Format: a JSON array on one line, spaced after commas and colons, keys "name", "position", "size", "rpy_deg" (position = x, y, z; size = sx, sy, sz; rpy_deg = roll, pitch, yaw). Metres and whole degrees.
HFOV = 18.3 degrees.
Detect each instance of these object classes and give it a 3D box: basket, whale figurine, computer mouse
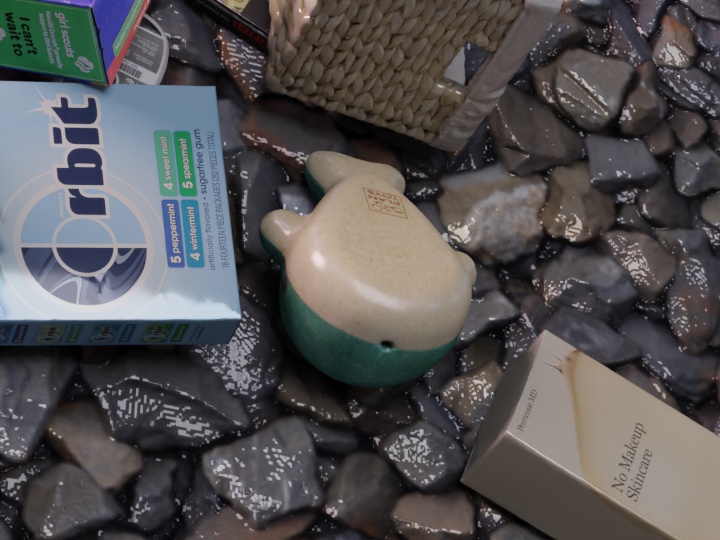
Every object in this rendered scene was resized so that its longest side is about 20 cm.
[{"name": "basket", "position": [0.036, -0.225, 1.565], "size": [0.159, 0.198, 0.202], "rpy_deg": [11, 58, -16]}, {"name": "whale figurine", "position": [0.000, 0.000, 1.525], "size": [0.158, 0.104, 0.201], "rpy_deg": [12, 33, -19]}, {"name": "computer mouse", "position": [-0.187, -0.092, 1.508], "size": [0.109, 0.044, 0.201], "rpy_deg": [26, 59, -4]}]

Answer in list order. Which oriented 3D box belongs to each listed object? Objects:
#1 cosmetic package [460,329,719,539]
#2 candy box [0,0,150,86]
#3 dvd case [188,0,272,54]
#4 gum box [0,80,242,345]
[{"name": "cosmetic package", "position": [0.179, 0.142, 1.527], "size": [0.199, 0.073, 0.104], "rpy_deg": [31, 49, -8]}, {"name": "candy box", "position": [-0.232, -0.221, 1.487], "size": [0.198, 0.077, 0.170], "rpy_deg": [10, 53, 16]}, {"name": "dvd case", "position": [-0.064, -0.229, 1.659], "size": [0.199, 0.022, 0.147], "rpy_deg": [32, 53, -5]}, {"name": "gum box", "position": [-0.184, -0.038, 1.431], "size": [0.198, 0.045, 0.171], "rpy_deg": [0, 65, -18]}]
